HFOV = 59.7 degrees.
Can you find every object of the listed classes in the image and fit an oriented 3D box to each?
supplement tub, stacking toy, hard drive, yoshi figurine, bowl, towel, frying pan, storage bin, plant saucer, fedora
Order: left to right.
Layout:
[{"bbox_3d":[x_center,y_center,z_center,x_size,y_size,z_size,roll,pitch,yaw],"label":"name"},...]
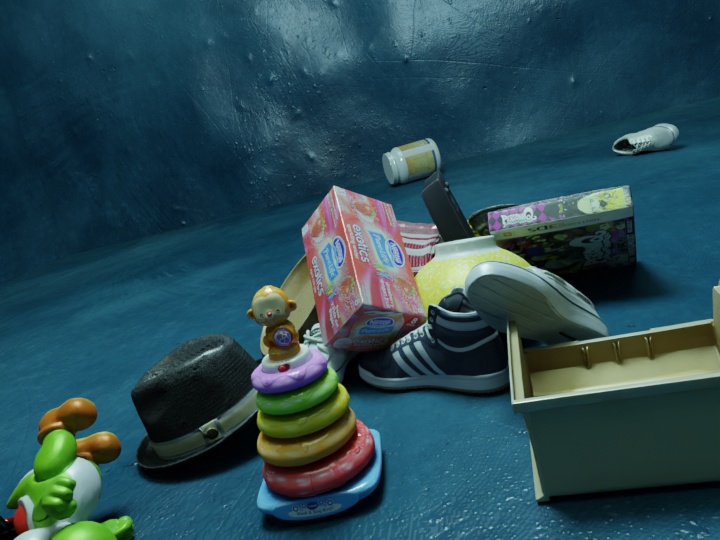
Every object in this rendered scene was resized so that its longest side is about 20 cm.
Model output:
[{"bbox_3d":[-0.245,0.211,0.548,0.112,0.112,0.200,20,31,-24],"label":"yoshi figurine"},{"bbox_3d":[-0.193,0.137,0.738,0.200,0.092,0.201,-26,17,9],"label":"fedora"},{"bbox_3d":[-0.056,0.108,0.566,0.116,0.201,0.110,-13,14,7],"label":"stacking toy"},{"bbox_3d":[-0.089,0.050,0.985,0.200,0.035,0.200,-46,24,28],"label":"plant saucer"},{"bbox_3d":[0.050,-0.041,0.995,0.144,0.023,0.200,7,25,10],"label":"towel"},{"bbox_3d":[0.199,-0.423,2.449,0.200,0.145,0.145,-17,14,-10],"label":"supplement tub"},{"bbox_3d":[0.158,-0.060,1.008,0.042,0.200,0.135,-27,11,15],"label":"hard drive"},{"bbox_3d":[0.147,0.013,0.834,0.200,0.108,0.200,-9,3,1],"label":"bowl"},{"bbox_3d":[0.201,-0.061,0.953,0.115,0.031,0.190,7,-18,-23],"label":"frying pan"},{"bbox_3d":[0.236,0.092,0.539,0.199,0.094,0.199,-12,15,15],"label":"storage bin"}]

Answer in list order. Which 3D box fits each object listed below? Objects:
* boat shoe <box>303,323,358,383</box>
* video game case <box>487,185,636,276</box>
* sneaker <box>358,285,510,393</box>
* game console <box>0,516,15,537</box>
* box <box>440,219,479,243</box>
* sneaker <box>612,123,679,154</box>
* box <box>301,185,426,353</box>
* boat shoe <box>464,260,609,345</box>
[{"bbox_3d":[-0.051,0.103,0.825,0.073,0.067,0.200,-9,15,22],"label":"boat shoe"},{"bbox_3d":[0.291,-0.043,0.887,0.181,0.036,0.200,-9,-25,21],"label":"video game case"},{"bbox_3d":[0.074,0.079,0.729,0.200,0.109,0.070,-4,17,37],"label":"sneaker"},{"bbox_3d":[-0.403,0.303,0.560,0.200,0.119,0.173,-18,46,-10],"label":"game console"},{"bbox_3d":[0.240,-0.070,1.217,0.200,0.064,0.070,-20,14,-14],"label":"box"},{"bbox_3d":[0.790,-0.354,1.745,0.071,0.073,0.200,-30,9,-18],"label":"sneaker"},{"bbox_3d":[0.000,0.000,0.823,0.102,0.200,0.095,14,-46,-31],"label":"box"},{"bbox_3d":[0.183,0.032,0.669,0.074,0.200,0.067,-38,36,33],"label":"boat shoe"}]
